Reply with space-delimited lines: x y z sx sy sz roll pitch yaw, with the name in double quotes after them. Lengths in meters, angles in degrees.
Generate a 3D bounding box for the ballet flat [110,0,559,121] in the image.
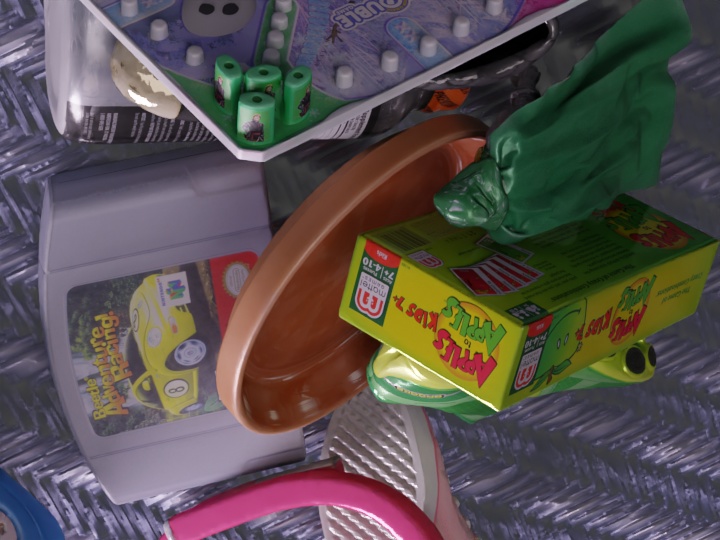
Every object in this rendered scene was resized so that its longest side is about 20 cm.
-0.010 -0.104 0.751 0.198 0.057 0.067 -10 100 -13 "ballet flat"

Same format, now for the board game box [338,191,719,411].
0.091 0.003 0.890 0.199 0.101 0.048 -19 132 -50 "board game box"

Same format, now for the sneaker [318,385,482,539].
0.035 0.159 1.036 0.075 0.104 0.202 -5 94 31 "sneaker"

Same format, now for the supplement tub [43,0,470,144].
-0.049 -0.124 0.831 0.198 0.123 0.124 -3 117 -15 "supplement tub"

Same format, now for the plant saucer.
0.000 0.000 0.903 0.200 0.032 0.201 -40 157 -21 "plant saucer"

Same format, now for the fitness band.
-0.039 0.190 0.988 0.198 0.037 0.145 -21 89 20 "fitness band"

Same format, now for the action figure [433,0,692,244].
0.101 -0.066 0.881 0.200 0.054 0.119 -33 128 -46 "action figure"

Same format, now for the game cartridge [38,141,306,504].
-0.106 0.034 0.947 0.132 0.041 0.202 -11 119 -6 "game cartridge"

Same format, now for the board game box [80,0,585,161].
-0.026 -0.151 0.749 0.199 0.200 0.026 -28 146 -28 "board game box"

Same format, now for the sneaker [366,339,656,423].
0.086 0.041 0.981 0.199 0.075 0.083 1 157 -36 "sneaker"

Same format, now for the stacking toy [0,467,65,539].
-0.268 0.189 0.956 0.199 0.117 0.110 -34 121 19 "stacking toy"
